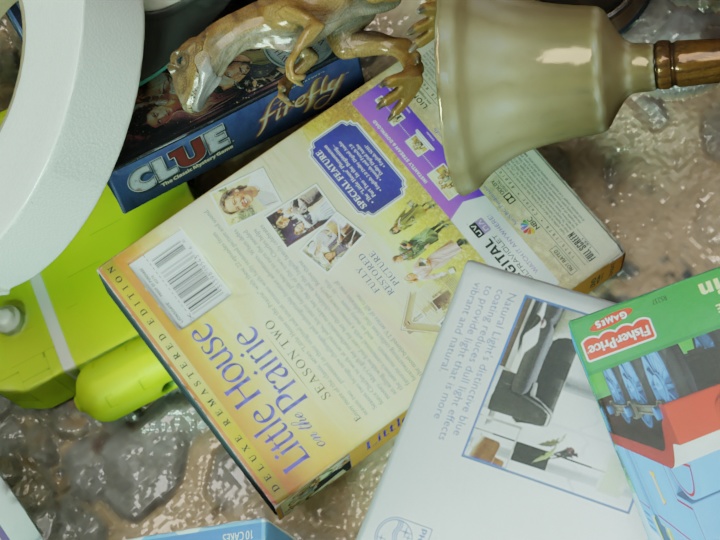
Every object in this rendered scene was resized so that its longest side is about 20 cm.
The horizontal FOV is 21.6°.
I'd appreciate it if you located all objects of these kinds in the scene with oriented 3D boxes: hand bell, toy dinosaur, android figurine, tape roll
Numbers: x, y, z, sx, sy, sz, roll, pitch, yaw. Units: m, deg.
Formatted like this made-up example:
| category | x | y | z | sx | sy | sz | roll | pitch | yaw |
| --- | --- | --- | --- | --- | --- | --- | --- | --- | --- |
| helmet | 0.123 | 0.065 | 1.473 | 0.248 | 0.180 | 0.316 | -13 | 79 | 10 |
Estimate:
| category | x | y | z | sx | sy | sz | roll | pitch | yaw |
| --- | --- | --- | --- | --- | --- | --- | --- | --- | --- |
| hand bell | 0.139 | -0.089 | 0.813 | 0.200 | 0.104 | 0.104 | -2 | 69 | 12 |
| toy dinosaur | 0.003 | -0.133 | 0.877 | 0.200 | 0.060 | 0.106 | -32 | 57 | -21 |
| android figurine | -0.136 | -0.010 | 0.939 | 0.200 | 0.041 | 0.182 | -25 | 65 | 4 |
| tape roll | -0.175 | -0.089 | 0.895 | 0.203 | 0.037 | 0.203 | -15 | 70 | 45 |

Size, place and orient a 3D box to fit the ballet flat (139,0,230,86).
| category | x | y | z | sx | sy | sz | roll | pitch | yaw |
| --- | --- | --- | --- | --- | --- | --- | --- | --- | --- |
| ballet flat | -0.075 | -0.165 | 0.903 | 0.200 | 0.068 | 0.068 | -43 | 59 | -18 |

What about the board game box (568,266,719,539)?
| category | x | y | z | sx | sy | sz | roll | pitch | yaw |
| --- | --- | --- | --- | --- | --- | --- | --- | --- | --- |
| board game box | 0.170 | 0.084 | 0.595 | 0.151 | 0.037 | 0.200 | -21 | 70 | 5 |

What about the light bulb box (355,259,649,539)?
| category | x | y | z | sx | sy | sz | roll | pitch | yaw |
| --- | --- | --- | --- | --- | --- | --- | --- | --- | --- |
| light bulb box | 0.130 | 0.105 | 0.726 | 0.200 | 0.198 | 0.125 | 17 | 77 | 22 |

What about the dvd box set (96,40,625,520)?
| category | x | y | z | sx | sy | sz | roll | pitch | yaw |
| --- | --- | --- | --- | --- | --- | --- | --- | --- | --- |
| dvd box set | 0.000 | 0.000 | 0.873 | 0.200 | 0.029 | 0.146 | -36 | 70 | -11 |

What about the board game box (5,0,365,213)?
| category | x | y | z | sx | sy | sz | roll | pitch | yaw |
| --- | --- | --- | --- | --- | --- | --- | --- | --- | --- |
| board game box | -0.104 | -0.135 | 0.951 | 0.135 | 0.035 | 0.200 | -29 | 57 | -9 |

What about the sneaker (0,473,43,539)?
| category | x | y | z | sx | sy | sz | roll | pitch | yaw |
| --- | --- | --- | --- | --- | --- | --- | --- | --- | --- |
| sneaker | -0.233 | 0.098 | 0.865 | 0.114 | 0.073 | 0.200 | -36 | 32 | -12 |

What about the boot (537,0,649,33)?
| category | x | y | z | sx | sy | sz | roll | pitch | yaw |
| --- | --- | --- | --- | --- | --- | --- | --- | --- | --- |
| boot | 0.138 | -0.212 | 0.901 | 0.075 | 0.097 | 0.200 | 21 | 77 | 22 |

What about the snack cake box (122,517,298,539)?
| category | x | y | z | sx | sy | sz | roll | pitch | yaw |
| --- | --- | --- | --- | --- | --- | --- | --- | --- | --- |
| snack cake box | -0.116 | 0.185 | 0.826 | 0.200 | 0.067 | 0.115 | -12 | 62 | 20 |
